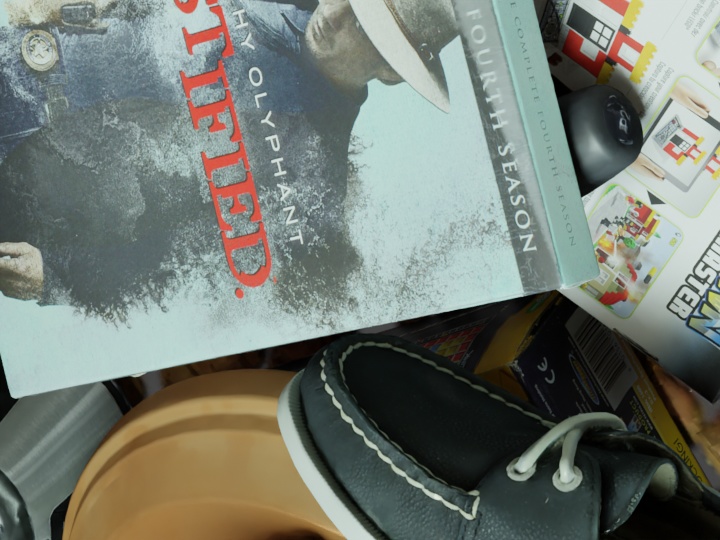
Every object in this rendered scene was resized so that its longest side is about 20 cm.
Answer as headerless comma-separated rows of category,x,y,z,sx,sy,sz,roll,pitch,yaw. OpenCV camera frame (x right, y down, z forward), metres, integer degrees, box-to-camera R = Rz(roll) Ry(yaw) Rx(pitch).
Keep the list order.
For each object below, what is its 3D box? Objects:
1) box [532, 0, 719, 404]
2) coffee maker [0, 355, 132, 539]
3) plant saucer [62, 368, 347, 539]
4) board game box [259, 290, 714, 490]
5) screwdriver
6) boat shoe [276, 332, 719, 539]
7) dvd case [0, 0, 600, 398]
box,0.095,-0.066,0.751,0.110,0.035,0.200,36,133,5
coffee maker,-0.190,0.074,0.918,0.192,0.200,0.135,42,131,-4
plant saucer,-0.007,0.122,0.873,0.199,0.037,0.201,18,130,23
board game box,0.042,0.112,0.897,0.165,0.057,0.201,-20,109,39
screwdriver,0.000,0.000,0.812,0.200,0.028,0.029,-33,73,40
boat shoe,0.067,0.070,0.761,0.199,0.076,0.061,35,129,14
dvd case,-0.038,-0.050,0.795,0.199,0.022,0.147,-11,94,38
